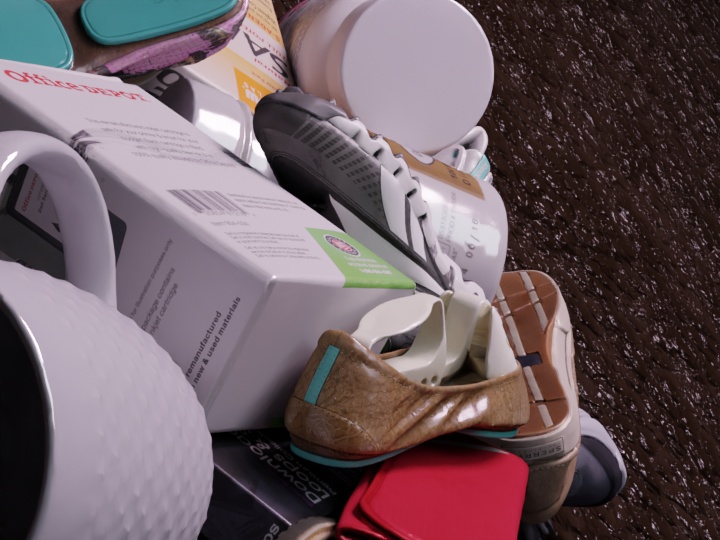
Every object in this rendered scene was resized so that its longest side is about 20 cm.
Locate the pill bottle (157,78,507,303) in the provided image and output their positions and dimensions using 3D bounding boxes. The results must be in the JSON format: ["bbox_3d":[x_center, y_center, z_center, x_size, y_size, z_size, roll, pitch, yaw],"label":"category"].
[{"bbox_3d":[-0.027,-0.030,1.135,0.199,0.115,0.115,21,35,-25],"label":"pill bottle"}]

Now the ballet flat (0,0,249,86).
[{"bbox_3d":[-0.152,-0.113,1.064,0.199,0.071,0.069,-15,60,-22],"label":"ballet flat"}]

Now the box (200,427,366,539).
[{"bbox_3d":[-0.056,0.076,0.982,0.143,0.036,0.200,36,16,13],"label":"box"}]

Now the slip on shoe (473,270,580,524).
[{"bbox_3d":[0.092,0.067,1.164,0.200,0.075,0.061,-100,179,-62],"label":"slip on shoe"}]

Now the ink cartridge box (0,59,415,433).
[{"bbox_3d":[-0.096,-0.013,0.962,0.199,0.084,0.145,35,15,24],"label":"ink cartridge box"}]

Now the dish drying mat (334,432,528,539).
[{"bbox_3d":[0.037,0.104,0.934,0.076,0.018,0.200,23,10,4],"label":"dish drying mat"}]

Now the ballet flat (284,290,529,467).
[{"bbox_3d":[0.032,0.046,0.968,0.067,0.073,0.199,17,10,32],"label":"ballet flat"}]

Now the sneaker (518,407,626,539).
[{"bbox_3d":[0.095,0.134,1.219,0.199,0.075,0.114,25,35,-38],"label":"sneaker"}]

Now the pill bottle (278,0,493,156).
[{"bbox_3d":[0.009,-0.121,1.267,0.113,0.113,0.200,47,-7,-12],"label":"pill bottle"}]

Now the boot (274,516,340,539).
[{"bbox_3d":[0.032,0.158,0.868,0.137,0.078,0.200,20,23,20],"label":"boot"}]

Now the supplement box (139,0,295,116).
[{"bbox_3d":[-0.111,-0.145,1.227,0.126,0.073,0.201,30,31,-40],"label":"supplement box"}]

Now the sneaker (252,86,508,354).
[{"bbox_3d":[0.000,0.000,1.041,0.200,0.066,0.091,54,55,-26],"label":"sneaker"}]

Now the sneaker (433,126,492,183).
[{"bbox_3d":[0.052,-0.042,1.369,0.075,0.088,0.200,45,24,-19],"label":"sneaker"}]

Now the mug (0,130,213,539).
[{"bbox_3d":[-0.132,0.047,0.772,0.175,0.146,0.202,20,73,-67],"label":"mug"}]
